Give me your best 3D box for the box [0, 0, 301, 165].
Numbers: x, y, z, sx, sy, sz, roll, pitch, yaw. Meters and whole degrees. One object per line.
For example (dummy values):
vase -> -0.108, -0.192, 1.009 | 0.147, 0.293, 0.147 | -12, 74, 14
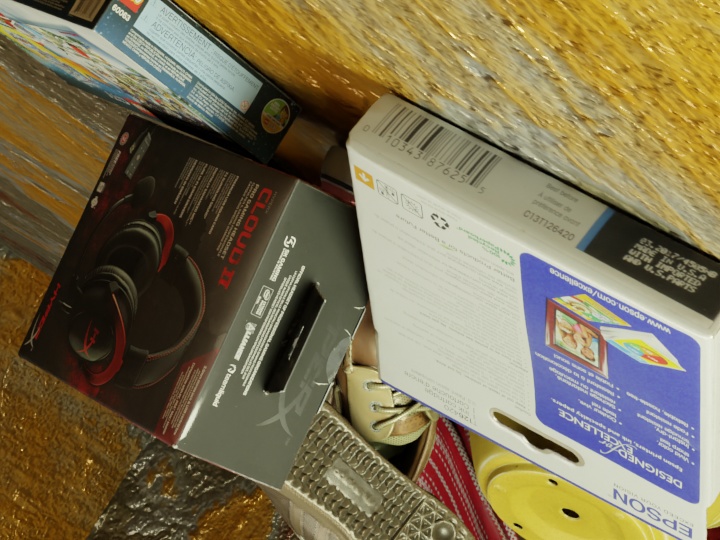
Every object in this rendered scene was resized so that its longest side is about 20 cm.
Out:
box -> -0.140, -0.127, 1.405 | 0.137, 0.038, 0.200 | 37, 172, -41

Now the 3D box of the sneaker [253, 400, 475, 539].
sneaker -> 0.001, 0.133, 1.433 | 0.200, 0.070, 0.076 | 53, 166, -17

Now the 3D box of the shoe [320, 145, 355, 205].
shoe -> 0.000, 0.000, 1.466 | 0.071, 0.091, 0.200 | 30, 173, 13

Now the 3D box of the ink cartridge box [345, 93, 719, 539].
ink cartridge box -> 0.089, 0.028, 1.247 | 0.198, 0.047, 0.200 | 28, 155, 22

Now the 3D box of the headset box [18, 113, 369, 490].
headset box -> -0.076, 0.015, 1.366 | 0.075, 0.149, 0.200 | 25, 179, -36

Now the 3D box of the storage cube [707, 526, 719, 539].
storage cube -> 0.206, 0.203, 1.543 | 0.171, 0.180, 0.200 | 26, 179, 41

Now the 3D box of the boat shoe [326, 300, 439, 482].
boat shoe -> 0.018, 0.059, 1.438 | 0.200, 0.076, 0.074 | 92, 157, -54

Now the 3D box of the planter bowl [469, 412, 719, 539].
planter bowl -> 0.122, 0.097, 1.374 | 0.200, 0.084, 0.200 | 20, 150, 12

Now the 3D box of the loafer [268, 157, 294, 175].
loafer -> -0.069, -0.038, 1.612 | 0.200, 0.067, 0.076 | 35, 175, 46

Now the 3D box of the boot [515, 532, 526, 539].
boot -> 0.116, 0.178, 1.452 | 0.074, 0.076, 0.200 | 7, -150, -38

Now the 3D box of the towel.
towel -> 0.047, 0.180, 1.529 | 0.200, 0.022, 0.145 | 104, 152, -44
